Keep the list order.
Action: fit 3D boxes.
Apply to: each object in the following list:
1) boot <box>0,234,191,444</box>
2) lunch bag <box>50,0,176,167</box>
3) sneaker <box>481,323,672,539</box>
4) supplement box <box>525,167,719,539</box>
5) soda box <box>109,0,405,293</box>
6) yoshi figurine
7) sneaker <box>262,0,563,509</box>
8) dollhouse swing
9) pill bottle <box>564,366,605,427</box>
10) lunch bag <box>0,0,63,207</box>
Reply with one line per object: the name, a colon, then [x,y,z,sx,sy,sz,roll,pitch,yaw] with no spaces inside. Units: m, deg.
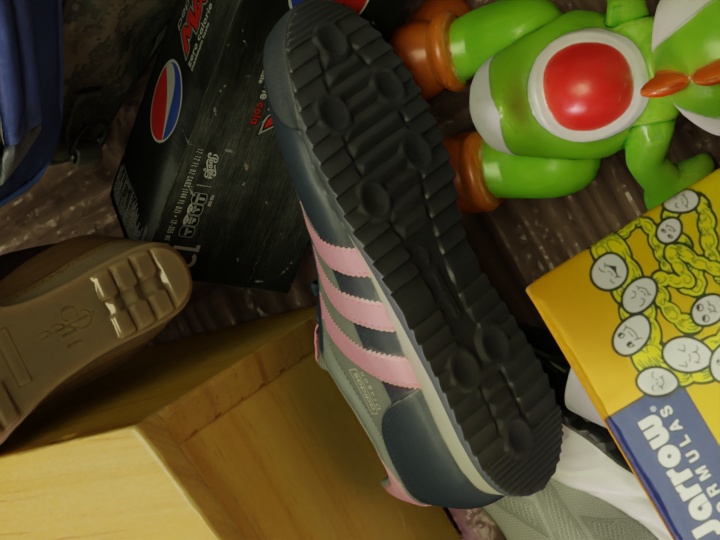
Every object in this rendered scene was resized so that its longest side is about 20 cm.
boot: [-0.173,0.041,0.780,0.166,0.200,0.072,-16,93,56]
lunch bag: [-0.161,-0.154,0.844,0.200,0.139,0.168,32,105,14]
sneaker: [0.111,0.108,0.826,0.200,0.074,0.079,41,119,17]
supplement box: [0.170,0.005,0.657,0.200,0.110,0.109,-32,76,8]
soda box: [-0.033,-0.092,0.815,0.200,0.071,0.063,-67,31,27]
yoshi figurine: [0.115,-0.081,0.793,0.200,0.112,0.112,-11,54,35]
sneaker: [0.000,0.000,0.782,0.082,0.070,0.200,-20,92,47]
dollhouse swing: [-0.059,0.124,0.818,0.182,0.200,0.176,-15,97,22]
pill bottle: [0.182,0.055,0.762,0.200,0.112,0.112,26,106,16]
lunch bag: [-0.178,-0.093,0.722,0.132,0.136,0.200,14,121,23]
